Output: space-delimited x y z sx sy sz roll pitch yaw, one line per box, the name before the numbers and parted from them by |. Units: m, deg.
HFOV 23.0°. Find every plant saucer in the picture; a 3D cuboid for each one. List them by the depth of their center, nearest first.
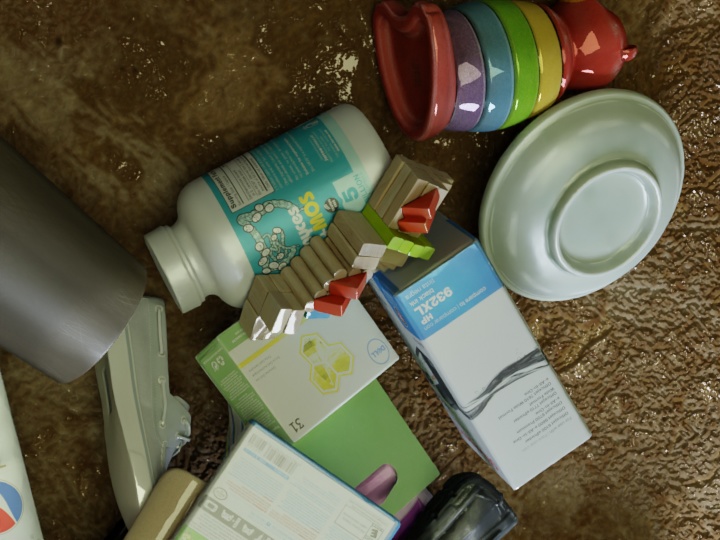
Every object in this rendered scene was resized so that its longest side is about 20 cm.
plant saucer | 0.196 -0.052 1.478 0.198 0.050 0.202 -14 126 -21

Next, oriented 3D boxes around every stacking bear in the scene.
stacking bear | 0.126 -0.176 1.441 0.198 0.121 0.115 -12 103 -21

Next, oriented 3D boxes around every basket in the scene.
basket | -0.270 -0.018 1.329 0.200 0.181 0.136 40 99 -24

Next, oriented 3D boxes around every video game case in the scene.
video game case | -0.081 0.236 1.343 0.143 0.018 0.201 35 86 -12

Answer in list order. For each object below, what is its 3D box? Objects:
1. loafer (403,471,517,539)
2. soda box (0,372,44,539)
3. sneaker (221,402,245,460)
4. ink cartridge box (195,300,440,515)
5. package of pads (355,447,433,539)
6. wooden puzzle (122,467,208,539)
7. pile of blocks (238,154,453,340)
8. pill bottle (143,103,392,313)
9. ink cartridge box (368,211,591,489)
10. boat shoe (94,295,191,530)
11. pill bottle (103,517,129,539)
loafer | 0.049 0.257 1.449 0.070 0.068 0.201 42 87 -9
soda box | -0.301 0.150 1.408 0.063 0.068 0.202 -15 105 -12
sneaker | -0.096 0.172 1.442 0.104 0.076 0.201 -25 71 6
ink cartridge box | -0.021 0.110 1.422 0.145 0.048 0.201 -35 87 -42
package of pads | 0.030 0.248 1.518 0.120 0.076 0.200 -38 108 0
wooden puzzle | -0.110 0.277 1.368 0.199 0.037 0.186 32 86 -11
pile of blocks | 0.000 0.000 1.362 0.200 0.062 0.082 -40 137 2
pill bottle | -0.070 -0.043 1.409 0.199 0.111 0.112 -28 108 -8
ink cartridge box | 0.090 0.062 1.458 0.083 0.145 0.201 -34 109 -5
boat shoe | -0.169 0.115 1.412 0.068 0.072 0.202 -5 67 -22
pill bottle | -0.139 0.296 1.440 0.199 0.112 0.112 38 90 -5
